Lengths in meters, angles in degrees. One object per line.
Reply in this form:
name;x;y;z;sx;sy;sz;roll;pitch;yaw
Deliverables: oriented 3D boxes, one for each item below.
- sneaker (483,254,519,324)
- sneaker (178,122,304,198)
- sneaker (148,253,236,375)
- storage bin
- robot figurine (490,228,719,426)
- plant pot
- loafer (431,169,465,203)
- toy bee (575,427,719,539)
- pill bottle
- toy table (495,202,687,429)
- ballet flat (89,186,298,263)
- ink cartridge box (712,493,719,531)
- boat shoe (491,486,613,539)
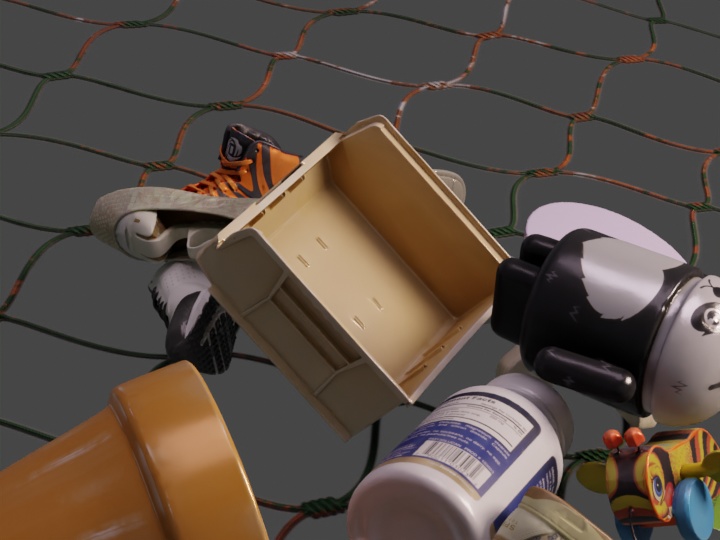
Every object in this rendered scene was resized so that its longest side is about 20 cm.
sneaker;0.055;-0.007;1.793;0.200;0.073;0.114;2;24;-6
sneaker;-0.141;-0.080;1.847;0.199;0.112;0.078;-11;31;-29
sneaker;-0.146;0.035;1.687;0.080;0.074;0.200;-3;21;7
storage bin;0.000;0.000;1.608;0.199;0.094;0.200;48;45;-3
robot figurine;0.200;0.040;1.505;0.199;0.151;0.125;22;-13;24
plant pot;-0.165;0.182;1.275;0.183;0.201;0.200;-19;33;-13
loafer;0.013;-0.059;1.890;0.200;0.072;0.063;-22;31;-38
toy bee;0.221;0.155;1.450;0.130;0.109;0.200;-14;15;11
pill bottle;0.082;0.152;1.445;0.111;0.111;0.200;18;29;23
toy table;0.207;0.038;1.682;0.183;0.118;0.200;0;28;-12
ballet flat;-0.152;-0.034;1.683;0.199;0.068;0.062;-1;32;20
ink cartridge box;0.374;0.161;1.521;0.199;0.076;0.148;15;29;15
boat shoe;0.176;0.231;1.333;0.200;0.073;0.063;39;79;12
